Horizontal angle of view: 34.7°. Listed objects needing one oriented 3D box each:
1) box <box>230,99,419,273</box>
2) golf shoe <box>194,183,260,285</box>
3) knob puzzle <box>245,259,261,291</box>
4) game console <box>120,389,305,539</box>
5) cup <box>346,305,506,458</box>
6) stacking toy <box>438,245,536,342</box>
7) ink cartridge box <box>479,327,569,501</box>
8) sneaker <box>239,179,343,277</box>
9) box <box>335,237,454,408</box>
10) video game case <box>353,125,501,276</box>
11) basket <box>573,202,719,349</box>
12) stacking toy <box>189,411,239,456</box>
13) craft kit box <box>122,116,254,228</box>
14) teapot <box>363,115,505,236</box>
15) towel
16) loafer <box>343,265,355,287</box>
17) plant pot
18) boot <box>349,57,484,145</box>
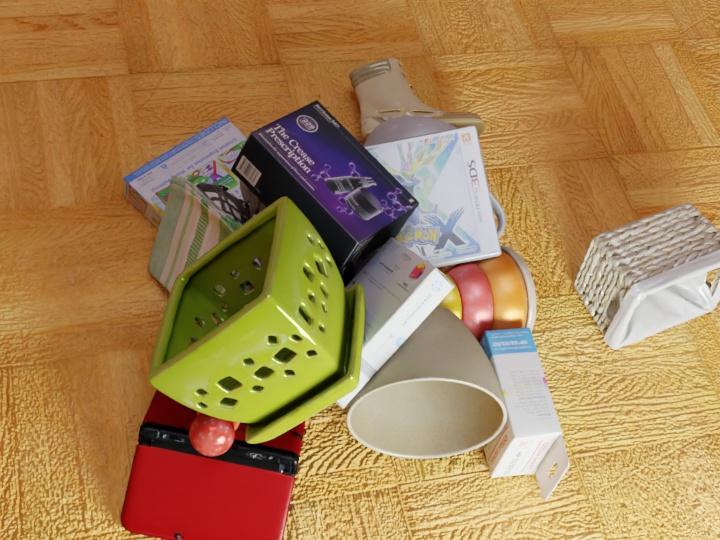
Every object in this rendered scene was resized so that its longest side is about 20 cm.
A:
[{"bbox_3d":[-0.045,-0.109,1.490,0.200,0.079,0.141,45,42,10],"label":"box"},{"bbox_3d":[-0.174,-0.061,1.570,0.094,0.078,0.200,-16,49,-33],"label":"golf shoe"},{"bbox_3d":[-0.128,0.044,1.581,0.218,0.030,0.221,13,52,-18],"label":"knob puzzle"},{"bbox_3d":[-0.181,0.248,1.446,0.199,0.119,0.173,12,22,-3],"label":"game console"},{"bbox_3d":[0.081,0.130,1.469,0.199,0.201,0.144,5,52,-7],"label":"cup"},{"bbox_3d":[0.124,0.045,1.554,0.199,0.146,0.147,-5,55,-26],"label":"stacking toy"},{"bbox_3d":[0.201,0.190,1.500,0.067,0.115,0.201,-3,55,-14],"label":"ink cartridge box"},{"bbox_3d":[-0.064,-0.077,1.551,0.115,0.081,0.200,-24,65,-30],"label":"sneaker"},{"bbox_3d":[0.009,0.060,1.439,0.041,0.156,0.200,42,88,-25],"label":"box"},{"bbox_3d":[0.076,-0.091,1.562,0.199,0.022,0.184,-11,79,3],"label":"video game case"},{"bbox_3d":[0.425,0.004,1.668,0.199,0.136,0.124,-18,56,-22],"label":"basket"},{"bbox_3d":[-0.168,0.160,1.423,0.085,0.086,0.200,15,30,0],"label":"stacking toy"},{"bbox_3d":[-0.208,-0.110,1.681,0.200,0.049,0.197,-36,66,-30],"label":"craft kit box"},{"bbox_3d":[0.084,-0.115,1.660,0.199,0.197,0.147,-7,56,35],"label":"teapot"},{"bbox_3d":[-0.212,-0.019,1.516,0.023,0.153,0.200,0,27,-43],"label":"towel"},{"bbox_3d":[0.000,0.000,1.597,0.199,0.073,0.073,25,23,-10],"label":"loafer"},{"bbox_3d":[-0.106,0.071,1.343,0.181,0.200,0.200,44,28,-26],"label":"plant pot"},{"bbox_3d":[0.088,-0.266,1.830,0.199,0.073,0.156,-7,59,-9],"label":"boot"}]
